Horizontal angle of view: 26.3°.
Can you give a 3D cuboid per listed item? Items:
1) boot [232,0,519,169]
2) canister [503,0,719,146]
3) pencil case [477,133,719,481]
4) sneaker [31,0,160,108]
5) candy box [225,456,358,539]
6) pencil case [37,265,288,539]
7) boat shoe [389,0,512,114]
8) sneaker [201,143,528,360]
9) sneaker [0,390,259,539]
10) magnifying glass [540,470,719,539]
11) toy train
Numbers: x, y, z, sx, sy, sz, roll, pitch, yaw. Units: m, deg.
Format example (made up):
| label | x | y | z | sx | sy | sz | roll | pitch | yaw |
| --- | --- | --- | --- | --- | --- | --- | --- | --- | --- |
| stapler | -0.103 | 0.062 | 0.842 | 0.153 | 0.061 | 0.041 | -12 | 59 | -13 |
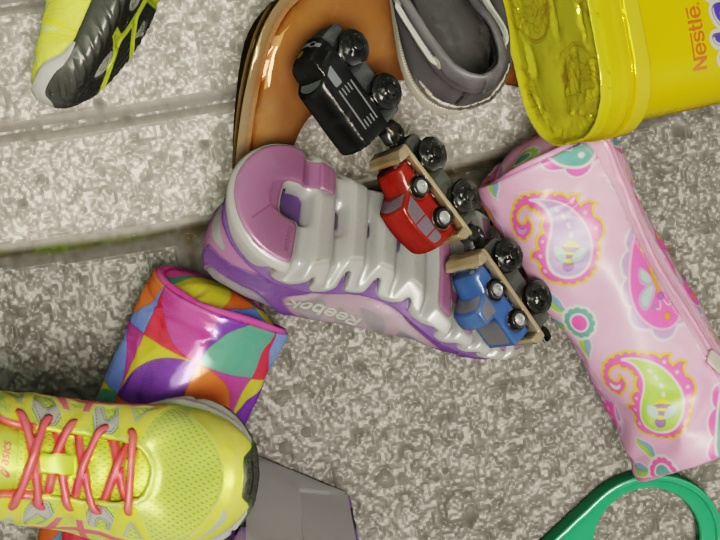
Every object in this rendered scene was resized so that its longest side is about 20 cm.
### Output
| label | x | y | z | sx | sy | sz | roll | pitch | yaw |
| --- | --- | --- | --- | --- | --- | --- | --- | --- | --- |
| boot | 0.021 | -0.119 | 0.810 | 0.154 | 0.077 | 0.201 | 18 | 90 | -11 |
| canister | 0.176 | -0.154 | 0.771 | 0.199 | 0.086 | 0.149 | -13 | 92 | -21 |
| pencil case | 0.142 | 0.015 | 0.823 | 0.087 | 0.087 | 0.201 | -31 | 97 | 1 |
| sneaker | -0.134 | -0.181 | 0.788 | 0.076 | 0.075 | 0.201 | 19 | 87 | 1 |
| candy box | -0.071 | 0.217 | 0.800 | 0.071 | 0.168 | 0.201 | 24 | 96 | -7 |
| pencil case | -0.111 | 0.099 | 0.825 | 0.088 | 0.088 | 0.201 | 24 | 99 | -7 |
| boat shoe | 0.031 | -0.176 | 0.738 | 0.072 | 0.063 | 0.201 | -16 | 92 | -9 |
| sneaker | 0.000 | 0.000 | 0.819 | 0.199 | 0.088 | 0.081 | 21 | 59 | -28 |
| sneaker | -0.143 | 0.096 | 0.742 | 0.199 | 0.090 | 0.079 | -1 | 82 | 27 |
| magnifying glass | 0.111 | 0.172 | 0.882 | 0.199 | 0.022 | 0.080 | -18 | 100 | -3 |
| toy train | 0.032 | -0.034 | 0.770 | 0.200 | 0.034 | 0.046 | 52 | 58 | -16 |
